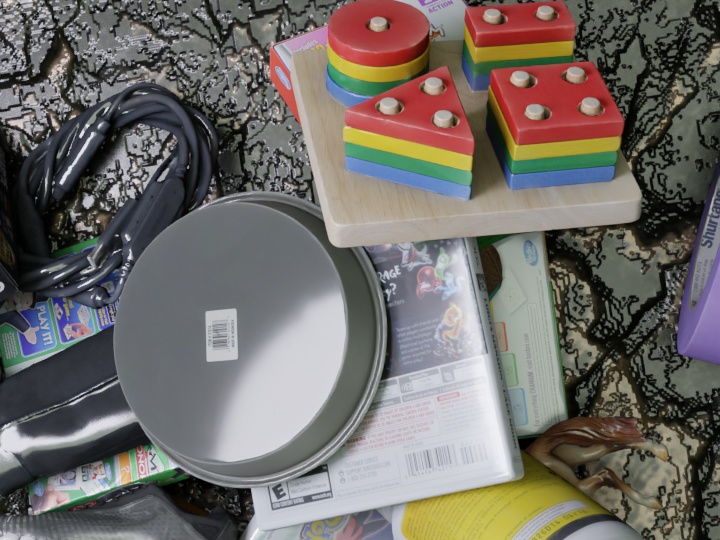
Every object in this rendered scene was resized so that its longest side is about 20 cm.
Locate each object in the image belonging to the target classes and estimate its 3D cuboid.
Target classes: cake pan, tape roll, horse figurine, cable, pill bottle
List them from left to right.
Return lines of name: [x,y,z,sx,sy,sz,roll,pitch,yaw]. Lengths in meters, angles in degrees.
cable: [-0.193,-0.058,1.211,0.163,0.051,0.200,2,55,33]
cake pan: [-0.081,0.043,1.076,0.200,0.037,0.200,-3,81,23]
pill bottle: [0.092,0.175,1.084,0.200,0.112,0.112,34,93,49]
horse figurine: [0.148,0.179,1.175,0.132,0.050,0.200,8,115,-1]
tape roll: [0.285,-0.027,1.117,0.085,0.200,0.200,15,90,6]

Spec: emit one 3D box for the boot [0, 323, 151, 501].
boot: [-0.218,0.065,1.163,0.200,0.066,0.165,-25,73,3]

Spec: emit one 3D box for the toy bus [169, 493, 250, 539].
toy bus: [-0.139,0.212,1.220,0.200,0.065,0.078,25,93,5]

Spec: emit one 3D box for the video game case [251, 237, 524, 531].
video game case: [0.001,0.067,1.080,0.200,0.023,0.182,-16,80,30]

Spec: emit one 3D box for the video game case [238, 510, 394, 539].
video game case: [-0.014,0.239,1.180,0.182,0.023,0.200,34,85,-22]

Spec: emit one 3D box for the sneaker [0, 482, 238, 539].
sneaker: [-0.175,0.188,1.140,0.200,0.067,0.091,7,46,7]

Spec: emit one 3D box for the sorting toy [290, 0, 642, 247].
sorting toy: [0.064,-0.111,1.064,0.199,0.200,0.070,-5,131,-8]

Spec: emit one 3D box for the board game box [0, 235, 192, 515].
board game box: [-0.195,0.073,1.209,0.134,0.029,0.200,-18,65,2]

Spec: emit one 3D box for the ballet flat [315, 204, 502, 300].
ballet flat: [0.000,0.000,1.147,0.200,0.072,0.068,11,129,3]

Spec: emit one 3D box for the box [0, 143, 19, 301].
box: [-0.349,-0.009,1.189,0.198,0.200,0.050,-30,127,5]

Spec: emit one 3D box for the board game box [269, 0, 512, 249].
board game box: [0.048,-0.105,1.160,0.153,0.040,0.200,-23,63,-18]

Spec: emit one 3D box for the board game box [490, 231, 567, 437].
board game box: [0.047,0.056,1.210,0.200,0.040,0.153,-7,88,5]
